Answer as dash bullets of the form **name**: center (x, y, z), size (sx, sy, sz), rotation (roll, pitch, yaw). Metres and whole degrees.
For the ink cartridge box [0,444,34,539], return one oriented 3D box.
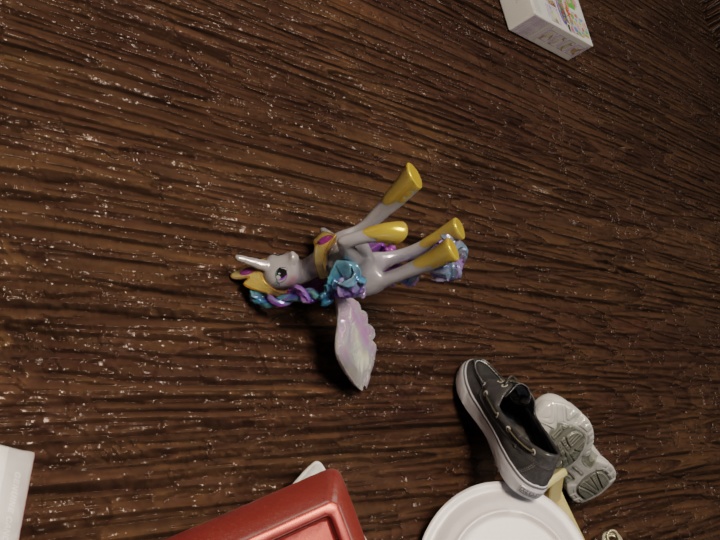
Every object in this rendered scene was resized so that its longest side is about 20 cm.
- **ink cartridge box**: center (-0.291, 0.180, 0.554), size (0.175, 0.044, 0.203), rotation (28, 49, -37)

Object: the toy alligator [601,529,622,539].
- **toy alligator**: center (0.307, 0.410, 1.140), size (0.055, 0.058, 0.203), rotation (85, 2, -59)

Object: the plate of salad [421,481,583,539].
- **plate of salad**: center (0.143, 0.314, 0.967), size (0.197, 0.048, 0.203), rotation (6, 68, -15)

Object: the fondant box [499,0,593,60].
- **fondant box**: center (0.308, -0.457, 1.665), size (0.198, 0.058, 0.146), rotation (8, 63, -47)

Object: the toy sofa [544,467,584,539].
- **toy sofa**: center (0.210, 0.322, 1.061), size (0.082, 0.097, 0.202), rotation (-25, 88, -29)

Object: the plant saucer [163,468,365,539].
- **plant saucer**: center (-0.062, 0.272, 0.707), size (0.198, 0.037, 0.202), rotation (-18, 82, -25)

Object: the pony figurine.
- **pony figurine**: center (0.000, 0.000, 0.928), size (0.193, 0.198, 0.169), rotation (41, 32, -50)

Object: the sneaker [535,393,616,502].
- **sneaker**: center (0.228, 0.194, 1.144), size (0.201, 0.077, 0.100), rotation (56, 0, -45)

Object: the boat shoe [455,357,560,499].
- **boat shoe**: center (0.160, 0.150, 1.044), size (0.069, 0.067, 0.201), rotation (19, 27, -22)

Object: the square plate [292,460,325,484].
- **square plate**: center (-0.042, 0.292, 0.802), size (0.202, 0.028, 0.198), rotation (60, 37, -4)
